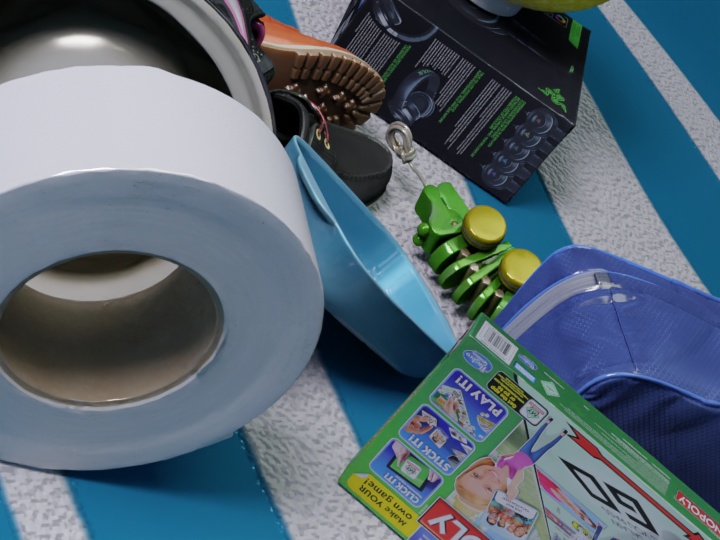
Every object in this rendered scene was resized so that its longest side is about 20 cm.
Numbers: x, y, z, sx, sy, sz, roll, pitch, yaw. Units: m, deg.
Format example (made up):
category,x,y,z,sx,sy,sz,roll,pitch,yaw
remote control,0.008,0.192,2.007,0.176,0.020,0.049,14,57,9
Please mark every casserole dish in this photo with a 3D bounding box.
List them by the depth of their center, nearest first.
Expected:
category,x,y,z,sx,sy,sz,roll,pitch,yaw
casserole dish,0.000,0.000,0.907,0.200,0.039,0.122,45,14,-54

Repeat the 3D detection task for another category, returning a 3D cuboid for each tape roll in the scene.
category,x,y,z,sx,sy,sz,roll,pitch,yaw
tape roll,-0.119,0.005,0.696,0.201,0.203,0.071,17,38,-31

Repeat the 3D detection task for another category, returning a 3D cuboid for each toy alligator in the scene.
category,x,y,z,sx,sy,sz,roll,pitch,yaw
toy alligator,0.064,-0.018,1.035,0.054,0.059,0.200,-30,72,-30

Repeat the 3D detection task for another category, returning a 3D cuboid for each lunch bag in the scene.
category,x,y,z,sx,sy,sz,roll,pitch,yaw
lunch bag,0.178,0.077,0.962,0.199,0.136,0.133,22,37,-27

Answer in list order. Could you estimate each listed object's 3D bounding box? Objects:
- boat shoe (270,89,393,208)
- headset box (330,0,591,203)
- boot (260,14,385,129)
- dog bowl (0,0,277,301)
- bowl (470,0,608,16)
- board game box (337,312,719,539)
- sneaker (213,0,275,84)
category,x,y,z,sx,sy,sz,roll,pitch,yaw
boat shoe,-0.047,-0.080,0.996,0.200,0.063,0.074,5,44,-43
headset box,0.085,-0.172,1.204,0.199,0.093,0.175,34,34,-9
boot,-0.074,-0.157,1.051,0.199,0.075,0.108,11,38,-35
dog bowl,-0.145,-0.070,0.778,0.199,0.201,0.074,29,12,-15
bowl,0.122,-0.262,1.161,0.199,0.108,0.201,26,36,-21
board game box,0.101,0.135,0.820,0.200,0.135,0.029,40,33,1
sneaker,-0.104,-0.160,0.937,0.086,0.081,0.201,14,39,-27
